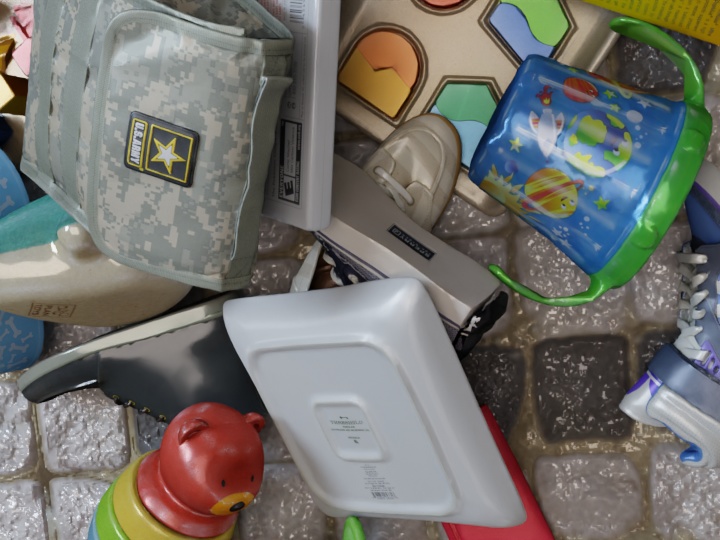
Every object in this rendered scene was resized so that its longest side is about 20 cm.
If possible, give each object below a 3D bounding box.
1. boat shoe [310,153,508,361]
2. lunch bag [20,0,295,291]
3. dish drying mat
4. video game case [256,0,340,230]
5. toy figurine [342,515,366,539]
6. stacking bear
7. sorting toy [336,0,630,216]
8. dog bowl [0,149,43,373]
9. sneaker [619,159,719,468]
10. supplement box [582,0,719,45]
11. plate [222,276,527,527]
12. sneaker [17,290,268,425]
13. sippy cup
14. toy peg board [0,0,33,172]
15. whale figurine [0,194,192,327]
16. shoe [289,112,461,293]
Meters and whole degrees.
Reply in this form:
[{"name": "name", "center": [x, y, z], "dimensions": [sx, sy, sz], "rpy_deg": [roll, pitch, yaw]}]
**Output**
[{"name": "boat shoe", "center": [0.000, 0.000, 0.780], "dimensions": [0.199, 0.074, 0.093], "rpy_deg": [39, 127, 14]}, {"name": "lunch bag", "center": [-0.125, -0.101, 0.704], "dimensions": [0.199, 0.117, 0.166], "rpy_deg": [37, 125, 38]}, {"name": "dish drying mat", "center": [0.109, 0.208, 0.862], "dimensions": [0.076, 0.018, 0.202], "rpy_deg": [-26, 89, 11]}, {"name": "video game case", "center": [-0.078, -0.143, 0.747], "dimensions": [0.181, 0.023, 0.203], "rpy_deg": [19, 112, 46]}, {"name": "toy figurine", "center": [-0.083, 0.288, 0.813], "dimensions": [0.181, 0.150, 0.203], "rpy_deg": [-3, 91, -11]}, {"name": "stacking bear", "center": [-0.138, 0.183, 0.838], "dimensions": [0.201, 0.120, 0.114], "rpy_deg": [-56, 47, 28]}, {"name": "sorting toy", "center": [0.071, -0.168, 0.832], "dimensions": [0.199, 0.036, 0.186], "rpy_deg": [34, 100, 7]}, {"name": "dog bowl", "center": [-0.309, -0.005, 0.878], "dimensions": [0.110, 0.049, 0.203], "rpy_deg": [17, 118, 30]}, {"name": "sneaker", "center": [0.236, 0.042, 0.791], "dimensions": [0.145, 0.081, 0.202], "rpy_deg": [-31, 93, 8]}, {"name": "supplement box", "center": [0.181, -0.252, 0.750], "dimensions": [0.198, 0.110, 0.110], "rpy_deg": [20, 72, 9]}, {"name": "plate", "center": [-0.001, 0.105, 0.795], "dimensions": [0.198, 0.032, 0.202], "rpy_deg": [-8, 115, 42]}, {"name": "sneaker", "center": [-0.172, 0.097, 0.883], "dimensions": [0.198, 0.075, 0.108], "rpy_deg": [-19, 93, 13]}, {"name": "sippy cup", "center": [0.148, -0.077, 0.765], "dimensions": [0.129, 0.140, 0.179], "rpy_deg": [27, 55, 0]}, {"name": "toy peg board", "center": [-0.294, -0.203, 0.874], "dimensions": [0.198, 0.098, 0.201], "rpy_deg": [-37, 86, 12]}, {"name": "whale figurine", "center": [-0.218, -0.020, 0.813], "dimensions": [0.197, 0.159, 0.105], "rpy_deg": [-2, 71, -23]}, {"name": "shoe", "center": [0.009, -0.027, 0.832], "dimensions": [0.070, 0.053, 0.201], "rpy_deg": [35, 109, 1]}]
